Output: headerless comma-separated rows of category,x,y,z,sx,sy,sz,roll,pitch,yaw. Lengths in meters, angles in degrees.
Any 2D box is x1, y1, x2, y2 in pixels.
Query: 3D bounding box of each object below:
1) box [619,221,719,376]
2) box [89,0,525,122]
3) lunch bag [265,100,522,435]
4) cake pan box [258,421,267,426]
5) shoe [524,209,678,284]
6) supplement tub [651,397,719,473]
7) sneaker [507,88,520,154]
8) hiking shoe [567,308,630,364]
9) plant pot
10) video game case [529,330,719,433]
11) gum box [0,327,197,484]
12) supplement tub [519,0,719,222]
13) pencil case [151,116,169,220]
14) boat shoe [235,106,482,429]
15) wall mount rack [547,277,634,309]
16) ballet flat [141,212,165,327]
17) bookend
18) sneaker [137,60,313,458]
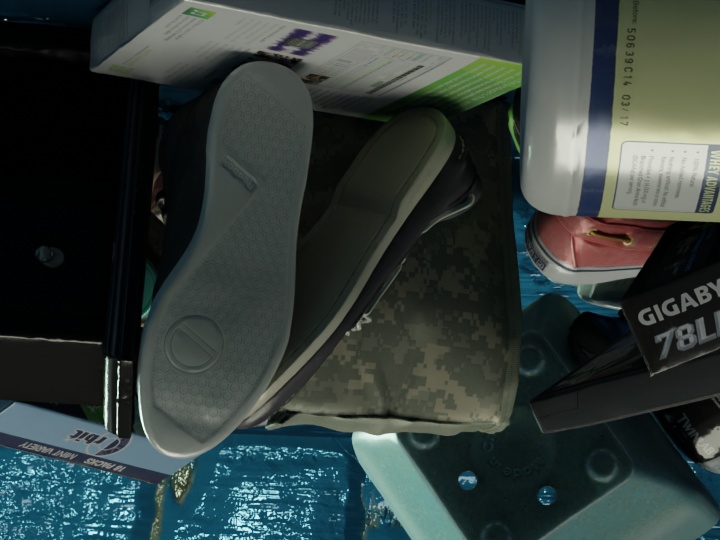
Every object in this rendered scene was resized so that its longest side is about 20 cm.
box,0.248,-0.022,1.049,0.198,0.050,0.200,-24,-176,21
box,-0.020,-0.116,1.008,0.200,0.036,0.144,9,168,-24
lunch bag,0.000,0.000,1.140,0.164,0.200,0.118,6,159,-22
cake pan box,-0.029,0.043,1.291,0.200,0.052,0.184,-4,156,-28
shoe,0.201,-0.045,1.220,0.200,0.072,0.091,-9,154,-30
supplement tub,0.291,0.039,1.347,0.200,0.123,0.122,-36,151,24
sneaker,0.171,-0.079,1.041,0.200,0.077,0.084,-5,165,20
hiking shoe,0.233,0.035,1.264,0.200,0.087,0.074,7,-164,6
plant pot,0.111,0.133,1.343,0.196,0.196,0.200,-35,165,1
video game case,0.218,0.027,1.089,0.200,0.026,0.181,-18,-172,44
gum box,-0.191,0.021,1.206,0.045,0.200,0.170,-34,149,21
supplement tub,0.165,-0.090,0.783,0.200,0.145,0.145,3,170,3
pencil case,-0.076,-0.043,1.260,0.200,0.090,0.078,10,174,-32
boat shoe,-0.004,0.009,1.041,0.073,0.200,0.063,23,162,48
wall mount rack,0.216,-0.019,1.375,0.173,0.075,0.200,6,170,4
ballet flat,-0.166,-0.041,1.158,0.068,0.200,0.067,-52,162,27
bookend,-0.210,-0.027,1.044,0.200,0.199,0.092,5,150,-4
sneaker,-0.075,-0.005,1.019,0.071,0.200,0.099,13,178,-17
